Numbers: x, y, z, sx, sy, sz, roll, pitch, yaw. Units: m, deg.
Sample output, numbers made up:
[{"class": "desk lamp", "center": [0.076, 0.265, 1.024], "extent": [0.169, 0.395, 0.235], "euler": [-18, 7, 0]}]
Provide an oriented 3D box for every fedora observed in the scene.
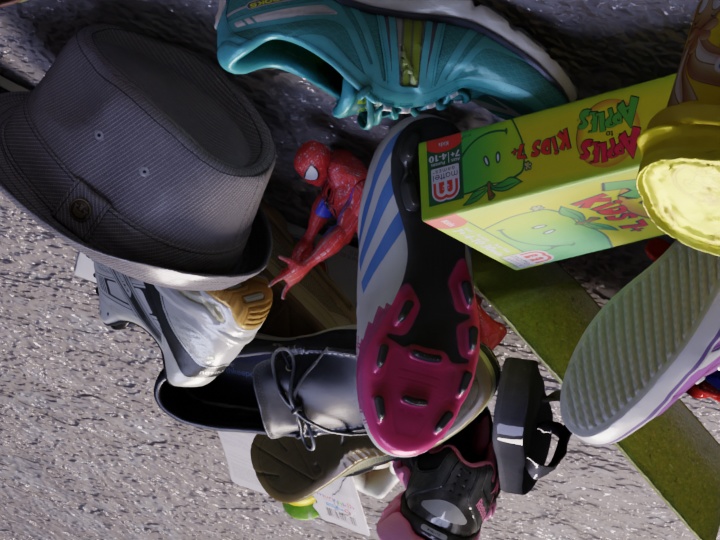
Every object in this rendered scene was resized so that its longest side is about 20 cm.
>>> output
[{"class": "fedora", "center": [-0.127, -0.078, 1.573], "extent": [0.200, 0.177, 0.090], "euler": [41, 119, 19]}]

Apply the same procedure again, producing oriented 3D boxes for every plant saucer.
[{"class": "plant saucer", "center": [0.143, 0.059, 1.628], "extent": [0.200, 0.048, 0.200], "euler": [48, -179, -13]}]

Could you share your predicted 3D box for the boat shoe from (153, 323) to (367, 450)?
[{"class": "boat shoe", "center": [-0.038, 0.072, 1.647], "extent": [0.200, 0.062, 0.075], "euler": [3, 117, 26]}]

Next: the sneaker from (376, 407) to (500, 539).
[{"class": "sneaker", "center": [0.065, 0.120, 1.759], "extent": [0.079, 0.095, 0.200], "euler": [20, -161, -2]}]

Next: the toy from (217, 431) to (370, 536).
[{"class": "toy", "center": [-0.048, 0.099, 1.846], "extent": [0.115, 0.047, 0.200], "euler": [20, 147, 22]}]

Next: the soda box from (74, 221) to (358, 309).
[{"class": "soda box", "center": [-0.082, -0.001, 1.768], "extent": [0.200, 0.068, 0.064], "euler": [20, 159, -3]}]

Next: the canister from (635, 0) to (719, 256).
[{"class": "canister", "center": [0.215, -0.107, 1.167], "extent": [0.148, 0.200, 0.087], "euler": [7, 153, 24]}]

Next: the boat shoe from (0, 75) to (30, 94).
[{"class": "boat shoe", "center": [-0.249, -0.093, 1.701], "extent": [0.072, 0.068, 0.200], "euler": [-11, 144, 45]}]

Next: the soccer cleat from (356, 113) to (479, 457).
[{"class": "soccer cleat", "center": [0.031, 0.010, 1.570], "extent": [0.070, 0.200, 0.086], "euler": [8, 173, -17]}]

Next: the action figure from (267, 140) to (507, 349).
[{"class": "action figure", "center": [0.000, 0.000, 1.665], "extent": [0.200, 0.099, 0.065], "euler": [51, 178, -39]}]

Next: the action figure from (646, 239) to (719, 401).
[{"class": "action figure", "center": [0.230, 0.033, 1.597], "extent": [0.099, 0.065, 0.200], "euler": [20, 157, 21]}]

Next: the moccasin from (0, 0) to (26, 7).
[{"class": "moccasin", "center": [-0.161, -0.189, 1.417], "extent": [0.074, 0.078, 0.201], "euler": [31, 153, -25]}]

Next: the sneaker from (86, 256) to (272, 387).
[{"class": "sneaker", "center": [-0.143, -0.010, 1.641], "extent": [0.076, 0.088, 0.200], "euler": [-2, -139, -51]}]

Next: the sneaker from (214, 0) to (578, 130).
[{"class": "sneaker", "center": [0.017, -0.109, 1.456], "extent": [0.200, 0.080, 0.078], "euler": [18, 156, 1]}]

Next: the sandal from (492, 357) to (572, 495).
[{"class": "sandal", "center": [0.112, 0.103, 1.709], "extent": [0.043, 0.076, 0.200], "euler": [8, 173, 8]}]

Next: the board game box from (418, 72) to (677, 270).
[{"class": "board game box", "center": [0.142, -0.055, 1.436], "extent": [0.200, 0.048, 0.102], "euler": [-14, 157, 30]}]

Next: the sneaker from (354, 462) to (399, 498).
[{"class": "sneaker", "center": [0.024, 0.094, 1.879], "extent": [0.076, 0.081, 0.200], "euler": [18, 155, 7]}]

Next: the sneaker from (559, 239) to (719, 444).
[{"class": "sneaker", "center": [0.206, 0.033, 1.492], "extent": [0.114, 0.200, 0.073], "euler": [39, -176, -40]}]

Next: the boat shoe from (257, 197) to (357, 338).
[{"class": "boat shoe", "center": [-0.080, -0.014, 1.709], "extent": [0.200, 0.065, 0.071], "euler": [49, 125, 0]}]

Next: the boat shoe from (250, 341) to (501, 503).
[{"class": "boat shoe", "center": [0.015, 0.087, 1.705], "extent": [0.201, 0.066, 0.072], "euler": [-31, 87, 37]}]
